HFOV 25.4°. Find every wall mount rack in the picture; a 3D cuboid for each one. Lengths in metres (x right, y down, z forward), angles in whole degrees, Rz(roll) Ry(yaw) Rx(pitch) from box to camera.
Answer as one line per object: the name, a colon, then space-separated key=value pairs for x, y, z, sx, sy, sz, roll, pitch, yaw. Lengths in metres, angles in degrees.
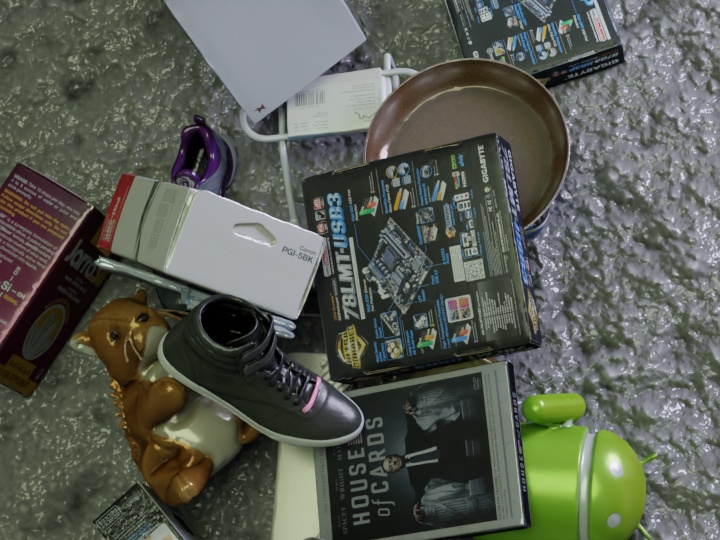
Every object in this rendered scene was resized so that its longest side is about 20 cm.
wall mount rack: x=-0.019 y=-0.131 z=1.634 sx=0.199 sy=0.075 sz=0.174 roll=-6 pitch=69 yaw=10

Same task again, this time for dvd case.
dvd case: x=0.051 y=0.172 z=1.443 sx=0.200 sy=0.025 sz=0.151 roll=-13 pitch=70 yaw=22

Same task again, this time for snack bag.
snack bag: x=-0.160 y=0.026 z=1.523 sx=0.200 sy=0.189 sz=0.021 roll=20 pitch=88 yaw=-7

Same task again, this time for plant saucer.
plant saucer: x=0.103 y=-0.109 z=1.540 sx=0.200 sy=0.032 sz=0.201 roll=-4 pitch=69 yaw=10

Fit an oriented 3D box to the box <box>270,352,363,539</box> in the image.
box: x=-0.041 y=0.184 z=1.538 sx=0.068 sy=0.082 sz=0.201 roll=1 pitch=75 yaw=10

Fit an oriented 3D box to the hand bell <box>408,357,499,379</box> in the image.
hand bell: x=0.049 y=0.155 z=1.536 sx=0.104 sy=0.104 sz=0.200 roll=31 pitch=94 yaw=18

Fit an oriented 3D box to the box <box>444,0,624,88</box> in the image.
box: x=0.168 y=-0.285 z=1.651 sx=0.159 sy=0.046 sz=0.200 roll=-18 pitch=71 yaw=6

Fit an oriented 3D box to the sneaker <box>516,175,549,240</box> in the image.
sneaker: x=0.088 y=-0.055 z=1.581 sx=0.199 sy=0.077 sz=0.076 roll=8 pitch=74 yaw=13

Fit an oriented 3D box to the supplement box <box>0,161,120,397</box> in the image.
supplement box: x=-0.343 y=0.012 z=1.627 sx=0.103 sy=0.131 sz=0.200 roll=30 pitch=82 yaw=17

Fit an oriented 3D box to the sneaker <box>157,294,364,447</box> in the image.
sneaker: x=-0.079 y=0.090 z=1.416 sx=0.200 sy=0.099 sz=0.071 roll=26 pitch=57 yaw=-6

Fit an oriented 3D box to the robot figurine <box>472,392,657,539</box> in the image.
robot figurine: x=0.170 y=0.200 z=1.469 sx=0.199 sy=0.116 sz=0.176 roll=3 pitch=89 yaw=14

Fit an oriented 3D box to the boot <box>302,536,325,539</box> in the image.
boot: x=-0.032 y=0.338 z=1.425 sx=0.072 sy=0.200 sz=0.182 roll=6 pitch=77 yaw=11

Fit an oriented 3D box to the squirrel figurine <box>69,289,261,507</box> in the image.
squirrel figurine: x=-0.198 y=0.117 z=1.528 sx=0.141 sy=0.200 sz=0.187 roll=-41 pitch=94 yaw=-25

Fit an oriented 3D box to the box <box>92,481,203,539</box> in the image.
box: x=-0.157 y=0.301 z=1.510 sx=0.060 sy=0.117 sz=0.200 roll=-41 pitch=69 yaw=-5

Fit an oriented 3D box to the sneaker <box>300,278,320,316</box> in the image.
sneaker: x=0.000 y=0.000 z=1.578 sx=0.199 sy=0.091 sz=0.067 roll=-6 pitch=72 yaw=10

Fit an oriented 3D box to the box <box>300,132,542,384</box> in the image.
box: x=0.054 y=-0.009 z=1.476 sx=0.198 sy=0.050 sz=0.201 roll=-13 pitch=78 yaw=20

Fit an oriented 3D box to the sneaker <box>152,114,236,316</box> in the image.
sneaker: x=-0.182 y=-0.057 z=1.634 sx=0.074 sy=0.088 sz=0.201 roll=4 pitch=74 yaw=13

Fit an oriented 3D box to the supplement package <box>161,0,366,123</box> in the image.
supplement package: x=-0.130 y=-0.298 z=1.607 sx=0.147 sy=0.191 sz=0.200 roll=-37 pitch=46 yaw=0

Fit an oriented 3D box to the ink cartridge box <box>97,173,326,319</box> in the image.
ink cartridge box: x=-0.145 y=-0.025 z=1.509 sx=0.147 sy=0.200 sz=0.083 roll=21 pitch=88 yaw=-26
